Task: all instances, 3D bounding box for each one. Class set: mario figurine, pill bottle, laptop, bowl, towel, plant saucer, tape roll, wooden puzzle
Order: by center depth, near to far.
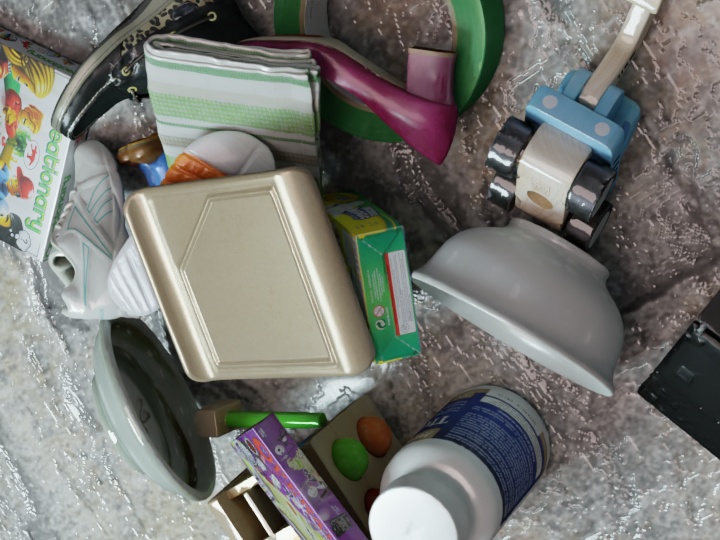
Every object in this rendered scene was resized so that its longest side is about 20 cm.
[{"bbox_3d":[0.360,0.083,1.524,0.177,0.103,0.200,39,146,10],"label":"laptop"},{"bbox_3d":[0.146,0.018,1.526,0.200,0.201,0.091,29,87,14],"label":"bowl"},{"bbox_3d":[-0.093,0.005,1.538,0.199,0.037,0.186,-7,111,36],"label":"wooden puzzle"},{"bbox_3d":[-0.104,-0.132,1.561,0.148,0.031,0.200,10,153,6],"label":"towel"},{"bbox_3d":[0.024,-0.213,1.562,0.199,0.048,0.202,9,112,24],"label":"tape roll"},{"bbox_3d":[0.084,0.185,1.587,0.110,0.200,0.112,9,111,23],"label":"pill bottle"},{"bbox_3d":[-0.180,-0.024,1.693,0.106,0.123,0.201,-21,94,18],"label":"mario figurine"},{"bbox_3d":[-0.205,0.133,1.711,0.050,0.200,0.201,-27,95,9],"label":"plant saucer"}]

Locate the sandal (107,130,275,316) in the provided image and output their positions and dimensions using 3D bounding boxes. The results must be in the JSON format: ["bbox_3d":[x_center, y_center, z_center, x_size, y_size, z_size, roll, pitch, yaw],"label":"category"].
[{"bbox_3d":[-0.152,-0.049,1.604,0.079,0.059,0.207,41,113,-5],"label":"sandal"}]

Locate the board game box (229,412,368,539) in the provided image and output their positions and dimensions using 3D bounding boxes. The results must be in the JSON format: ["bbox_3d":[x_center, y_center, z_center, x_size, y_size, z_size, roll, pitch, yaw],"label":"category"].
[{"bbox_3d":[-0.036,0.216,1.573,0.200,0.032,0.120,53,158,2],"label":"board game box"}]

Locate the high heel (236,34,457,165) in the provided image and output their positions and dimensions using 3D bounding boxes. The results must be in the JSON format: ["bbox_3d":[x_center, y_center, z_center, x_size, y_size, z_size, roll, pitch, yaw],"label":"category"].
[{"bbox_3d":[-0.016,-0.147,1.536,0.199,0.067,0.097,9,102,20],"label":"high heel"}]

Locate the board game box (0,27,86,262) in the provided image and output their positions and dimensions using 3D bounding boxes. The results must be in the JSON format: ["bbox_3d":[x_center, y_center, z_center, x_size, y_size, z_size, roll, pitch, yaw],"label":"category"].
[{"bbox_3d":[-0.334,-0.123,1.781,0.126,0.035,0.201,25,117,16],"label":"board game box"}]

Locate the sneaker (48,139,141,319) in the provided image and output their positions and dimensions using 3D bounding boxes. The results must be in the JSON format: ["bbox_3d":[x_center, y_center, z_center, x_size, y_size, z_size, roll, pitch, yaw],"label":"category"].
[{"bbox_3d":[-0.255,-0.041,1.696,0.080,0.201,0.071,-8,145,-10],"label":"sneaker"}]

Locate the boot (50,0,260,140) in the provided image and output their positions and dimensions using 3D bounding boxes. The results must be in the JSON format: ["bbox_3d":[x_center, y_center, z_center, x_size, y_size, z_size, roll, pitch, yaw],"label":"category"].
[{"bbox_3d":[-0.164,-0.158,1.630,0.154,0.073,0.204,44,92,2],"label":"boot"}]

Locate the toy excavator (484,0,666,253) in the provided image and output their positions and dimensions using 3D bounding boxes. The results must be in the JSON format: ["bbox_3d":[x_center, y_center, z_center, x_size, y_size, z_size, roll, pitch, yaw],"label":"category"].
[{"bbox_3d":[0.192,-0.144,1.479,0.100,0.200,0.195,28,162,13],"label":"toy excavator"}]

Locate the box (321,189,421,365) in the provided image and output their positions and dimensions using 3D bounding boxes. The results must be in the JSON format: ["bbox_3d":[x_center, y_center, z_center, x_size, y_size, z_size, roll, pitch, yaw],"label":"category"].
[{"bbox_3d":[0.000,0.000,1.596,0.048,0.200,0.118,-12,106,-13],"label":"box"}]

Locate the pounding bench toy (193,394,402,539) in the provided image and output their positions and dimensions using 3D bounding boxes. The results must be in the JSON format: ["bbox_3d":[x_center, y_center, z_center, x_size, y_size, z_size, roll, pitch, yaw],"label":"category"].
[{"bbox_3d":[-0.049,0.182,1.696,0.156,0.124,0.200,-33,91,31],"label":"pounding bench toy"}]
